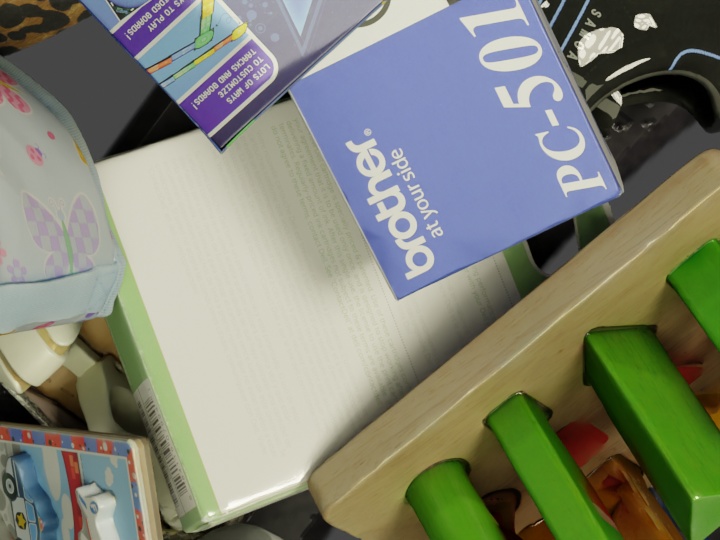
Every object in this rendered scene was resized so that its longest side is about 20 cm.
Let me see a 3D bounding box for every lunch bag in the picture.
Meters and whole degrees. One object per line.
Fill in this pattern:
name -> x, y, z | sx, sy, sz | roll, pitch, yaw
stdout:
lunch bag -> -0.199, -0.034, 0.817 | 0.199, 0.169, 0.128 | 34, 108, 16

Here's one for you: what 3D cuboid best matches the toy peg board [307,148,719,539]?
toy peg board -> 0.121, 0.084, 0.886 | 0.200, 0.098, 0.199 | -40, 144, 13

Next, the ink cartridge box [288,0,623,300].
ink cartridge box -> 0.010, -0.100, 0.817 | 0.093, 0.044, 0.201 | -25, 107, 9

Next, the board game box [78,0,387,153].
board game box -> -0.019, -0.154, 0.756 | 0.200, 0.035, 0.135 | -40, 104, 14

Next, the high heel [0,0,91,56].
high heel -> -0.061, -0.125, 0.891 | 0.198, 0.072, 0.143 | 12, 131, -17

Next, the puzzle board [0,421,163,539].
puzzle board -> -0.119, 0.162, 0.924 | 0.017, 0.150, 0.202 | -12, 98, -39

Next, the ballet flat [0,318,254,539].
ballet flat -> -0.112, 0.039, 0.935 | 0.072, 0.072, 0.200 | -40, 106, 13

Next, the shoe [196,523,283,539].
shoe -> -0.061, 0.173, 0.954 | 0.091, 0.072, 0.200 | 37, 139, -18

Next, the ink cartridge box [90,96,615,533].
ink cartridge box -> 0.000, 0.000, 0.905 | 0.199, 0.048, 0.147 | -19, 83, -17

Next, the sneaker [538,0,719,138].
sneaker -> 0.051, -0.085, 0.874 | 0.198, 0.070, 0.079 | -5, 82, -5
